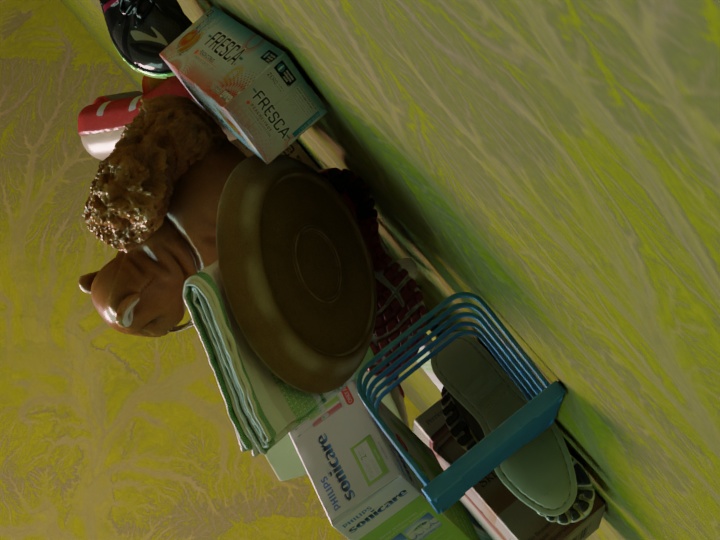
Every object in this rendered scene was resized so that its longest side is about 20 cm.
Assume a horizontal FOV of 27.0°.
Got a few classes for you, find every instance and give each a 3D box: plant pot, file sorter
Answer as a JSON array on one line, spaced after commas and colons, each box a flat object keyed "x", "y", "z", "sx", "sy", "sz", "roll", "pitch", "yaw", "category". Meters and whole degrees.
[{"x": -0.043, "y": -0.002, "z": 1.223, "sx": 0.199, "sy": 0.027, "sz": 0.202, "roll": 31, "pitch": -129, "yaw": -46, "category": "plant pot"}, {"x": 0.081, "y": 0.114, "z": 1.286, "sx": 0.123, "sy": 0.138, "sz": 0.200, "roll": 51, "pitch": 176, "yaw": 12, "category": "file sorter"}]

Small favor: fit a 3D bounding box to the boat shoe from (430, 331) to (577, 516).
[{"x": 0.141, "y": 0.146, "z": 1.418, "sx": 0.202, "sy": 0.071, "sz": 0.061, "roll": 55, "pitch": -177, "yaw": 23, "category": "boat shoe"}]

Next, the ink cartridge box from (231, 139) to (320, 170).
[{"x": -0.122, "y": -0.136, "z": 1.616, "sx": 0.200, "sy": 0.075, "sz": 0.165, "roll": 49, "pitch": 175, "yaw": -6, "category": "ink cartridge box"}]

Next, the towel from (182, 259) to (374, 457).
[{"x": -0.059, "y": 0.045, "z": 1.222, "sx": 0.200, "sy": 0.030, "sz": 0.151, "roll": -32, "pitch": -76, "yaw": -57, "category": "towel"}]

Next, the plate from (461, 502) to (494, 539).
[{"x": 0.147, "y": 0.245, "z": 1.659, "sx": 0.200, "sy": 0.199, "sz": 0.026, "roll": 48, "pitch": 138, "yaw": 23, "category": "plate"}]

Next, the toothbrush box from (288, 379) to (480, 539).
[{"x": 0.025, "y": 0.210, "z": 1.463, "sx": 0.200, "sy": 0.086, "sz": 0.146, "roll": 46, "pitch": -169, "yaw": -46, "category": "toothbrush box"}]

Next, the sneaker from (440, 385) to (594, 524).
[{"x": 0.154, "y": 0.177, "z": 1.488, "sx": 0.200, "sy": 0.078, "sz": 0.090, "roll": 50, "pitch": -178, "yaw": 23, "category": "sneaker"}]

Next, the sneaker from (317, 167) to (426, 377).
[{"x": 0.000, "y": 0.000, "z": 1.363, "sx": 0.202, "sy": 0.077, "sz": 0.082, "roll": 71, "pitch": 165, "yaw": -11, "category": "sneaker"}]

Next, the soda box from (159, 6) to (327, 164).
[{"x": -0.100, "y": -0.157, "z": 1.239, "sx": 0.064, "sy": 0.068, "sz": 0.200, "roll": 51, "pitch": 176, "yaw": -30, "category": "soda box"}]

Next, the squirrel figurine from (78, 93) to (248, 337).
[{"x": -0.175, "y": -0.042, "z": 1.302, "sx": 0.141, "sy": 0.187, "sz": 0.200, "roll": 40, "pitch": 172, "yaw": 45, "category": "squirrel figurine"}]

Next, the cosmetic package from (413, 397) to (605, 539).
[{"x": 0.155, "y": 0.216, "z": 1.587, "sx": 0.200, "sy": 0.103, "sz": 0.088, "roll": 46, "pitch": 164, "yaw": 22, "category": "cosmetic package"}]

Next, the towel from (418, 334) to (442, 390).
[{"x": 0.071, "y": 0.078, "z": 1.752, "sx": 0.201, "sy": 0.031, "sz": 0.149, "roll": 52, "pitch": 173, "yaw": -3, "category": "towel"}]

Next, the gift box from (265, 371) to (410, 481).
[{"x": -0.038, "y": 0.086, "z": 1.606, "sx": 0.187, "sy": 0.198, "sz": 0.186, "roll": 65, "pitch": -175, "yaw": -51, "category": "gift box"}]

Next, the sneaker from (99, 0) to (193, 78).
[{"x": -0.210, "y": -0.257, "z": 1.354, "sx": 0.201, "sy": 0.076, "sz": 0.084, "roll": 57, "pitch": 174, "yaw": 19, "category": "sneaker"}]

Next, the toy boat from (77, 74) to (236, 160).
[{"x": -0.186, "y": -0.181, "z": 1.432, "sx": 0.199, "sy": 0.130, "sz": 0.133, "roll": -2, "pitch": 100, "yaw": 46, "category": "toy boat"}]

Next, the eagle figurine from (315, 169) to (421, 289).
[{"x": -0.046, "y": -0.002, "z": 1.468, "sx": 0.200, "sy": 0.151, "sz": 0.152, "roll": 42, "pitch": -173, "yaw": -3, "category": "eagle figurine"}]
